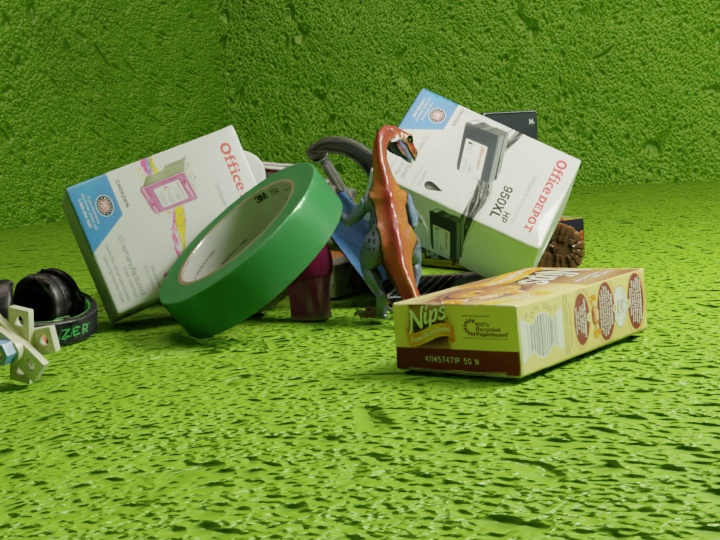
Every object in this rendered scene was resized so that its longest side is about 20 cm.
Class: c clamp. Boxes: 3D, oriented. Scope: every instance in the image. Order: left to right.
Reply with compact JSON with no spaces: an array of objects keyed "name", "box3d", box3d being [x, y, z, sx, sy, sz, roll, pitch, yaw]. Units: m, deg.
[{"name":"c clamp","box3d":[-0.008,-0.094,1.449,0.169,0.201,0.027,20,60,40]}]

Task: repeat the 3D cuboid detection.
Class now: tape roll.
[{"name":"tape roll","box3d":[-0.108,-0.022,1.152,0.199,0.048,0.201,-35,21,15]}]

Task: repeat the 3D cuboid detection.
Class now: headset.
[{"name":"headset","box3d":[-0.352,0.023,1.214,0.122,0.096,0.198,-9,20,-42]}]

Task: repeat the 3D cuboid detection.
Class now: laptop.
[{"name":"laptop","box3d":[0.059,-0.033,1.320,0.196,0.118,0.187,-3,7,13]}]

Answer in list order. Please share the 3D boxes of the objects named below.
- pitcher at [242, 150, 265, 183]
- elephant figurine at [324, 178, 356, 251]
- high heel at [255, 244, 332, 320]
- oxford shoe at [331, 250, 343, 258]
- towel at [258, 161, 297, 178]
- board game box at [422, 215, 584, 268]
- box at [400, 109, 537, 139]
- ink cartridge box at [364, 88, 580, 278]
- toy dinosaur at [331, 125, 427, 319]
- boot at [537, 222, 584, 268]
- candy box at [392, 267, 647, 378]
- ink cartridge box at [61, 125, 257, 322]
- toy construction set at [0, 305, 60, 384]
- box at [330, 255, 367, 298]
[{"name":"pitcher","box3d":[-0.190,-0.026,1.415,0.198,0.174,0.121,-24,-12,22]},{"name":"elephant figurine","box3d":[-0.058,-0.076,1.754,0.198,0.144,0.155,-8,18,36]},{"name":"high heel","box3d":[-0.111,0.000,1.231,0.198,0.098,0.067,2,9,43]},{"name":"oxford shoe","box3d":[-0.079,-0.018,1.504,0.196,0.073,0.071,-4,5,-10]},{"name":"towel","box3d":[-0.140,-0.068,1.508,0.141,0.202,0.023,4,49,-7]},{"name":"board game box","box3d":[0.177,-0.041,1.588,0.163,0.058,0.199,-7,7,-30]},{"name":"box","box3d":[0.168,-0.141,1.819,0.122,0.204,0.197,-8,7,-38]},{"name":"ink cartridge box","box3d":[0.121,-0.088,1.283,0.198,0.085,0.145,25,55,9]},{"name":"toy dinosaur","box3d":[0.042,-0.048,1.153,0.103,0.185,0.199,-2,8,-25]},{"name":"boot","box3d":[0.157,-0.042,1.400,0.197,0.076,0.107,18,-3,-25]},{"name":"candy box","box3d":[0.130,0.036,0.927,0.114,0.056,0.199,1,8,40]},{"name":"ink cartridge box","box3d":[-0.204,-0.052,1.279,0.198,0.146,0.085,-24,-1,-20]},{"name":"toy construction set","box3d":[-0.333,0.057,0.902,0.130,0.093,0.199,-29,-14,27]},{"name":"box","box3d":[0.000,0.000,1.419,0.041,0.039,0.199,0,8,27]}]
